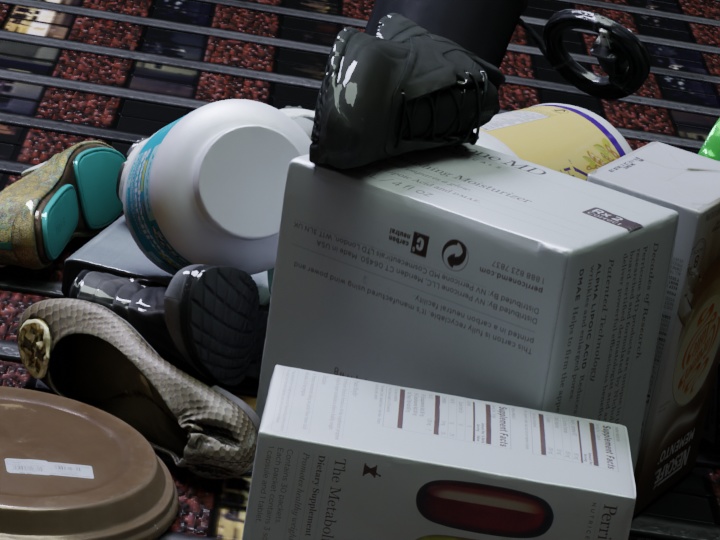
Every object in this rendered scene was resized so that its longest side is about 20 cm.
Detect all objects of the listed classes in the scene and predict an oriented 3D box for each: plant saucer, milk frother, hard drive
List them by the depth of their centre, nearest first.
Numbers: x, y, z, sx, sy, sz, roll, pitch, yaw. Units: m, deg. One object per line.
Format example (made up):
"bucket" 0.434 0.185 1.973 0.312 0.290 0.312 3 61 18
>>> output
"plant saucer" -0.200 0.110 1.561 0.199 0.030 0.200 10 19 -3
"hard drive" -0.110 -0.007 1.931 0.139 0.033 0.200 13 19 11
"milk frother" 0.093 -0.123 2.098 0.199 0.189 0.180 12 -12 40

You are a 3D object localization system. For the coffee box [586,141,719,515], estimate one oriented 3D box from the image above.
"coffee box" 0.173 0.035 1.693 0.079 0.201 0.114 19 22 23

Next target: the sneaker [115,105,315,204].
"sneaker" -0.077 -0.062 1.963 0.200 0.074 0.079 -16 40 -40

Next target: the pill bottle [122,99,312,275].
"pill bottle" -0.086 -0.050 1.754 0.110 0.111 0.200 5 -4 -12

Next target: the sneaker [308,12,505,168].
"sneaker" 0.031 -0.103 1.609 0.090 0.076 0.200 18 24 13

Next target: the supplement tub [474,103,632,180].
"supplement tub" 0.097 -0.036 1.945 0.145 0.146 0.200 22 23 32

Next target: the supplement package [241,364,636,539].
"supplement package" 0.039 0.134 1.477 0.199 0.114 0.110 9 18 0

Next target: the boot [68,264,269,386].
"boot" -0.126 0.029 1.722 0.131 0.070 0.200 13 -10 15

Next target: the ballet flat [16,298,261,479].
"ballet flat" -0.141 0.073 1.651 0.200 0.068 0.046 28 35 32

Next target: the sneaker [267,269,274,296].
"sneaker" 0.000 0.001 1.775 0.118 0.201 0.074 5 58 -4

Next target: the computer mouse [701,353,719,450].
"computer mouse" 0.209 0.051 1.794 0.200 0.139 0.053 29 51 25

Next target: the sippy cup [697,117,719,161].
"sippy cup" 0.329 -0.051 2.146 0.130 0.140 0.178 28 50 18

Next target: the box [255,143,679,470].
"box" 0.059 0.041 1.617 0.198 0.201 0.131 19 21 30

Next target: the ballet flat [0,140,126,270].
"ballet flat" -0.222 -0.048 1.955 0.070 0.071 0.200 13 19 10
